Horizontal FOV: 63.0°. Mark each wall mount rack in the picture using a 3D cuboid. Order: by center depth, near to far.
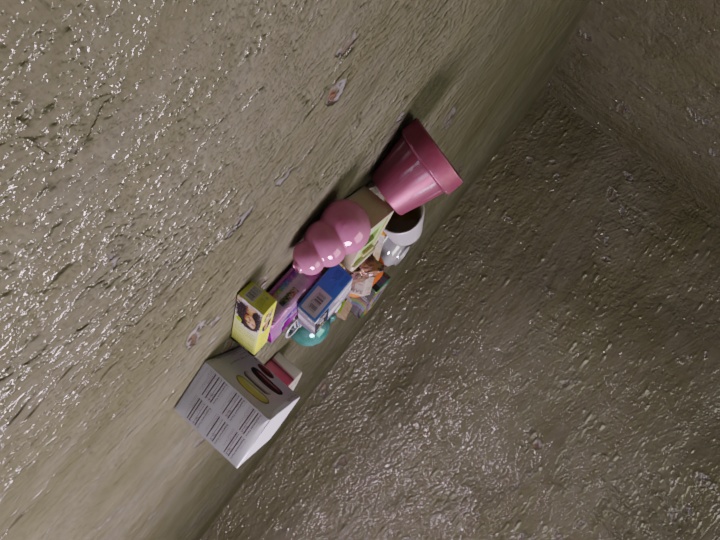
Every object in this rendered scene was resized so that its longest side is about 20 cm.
[{"bbox_3d":[-0.162,0.099,1.618,0.201,0.074,0.175,-49,166,-22],"label":"wall mount rack"}]

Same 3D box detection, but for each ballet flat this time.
[{"bbox_3d":[0.039,-0.175,1.606,0.072,0.071,0.201,-49,169,-17],"label":"ballet flat"}]

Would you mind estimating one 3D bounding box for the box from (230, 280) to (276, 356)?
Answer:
[{"bbox_3d":[-0.235,0.109,1.278,0.050,0.075,0.201,-48,168,-34],"label":"box"}]

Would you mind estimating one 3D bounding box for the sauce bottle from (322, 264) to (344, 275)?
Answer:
[{"bbox_3d":[-0.051,-0.044,1.631,0.200,0.066,0.067,-47,171,-49],"label":"sauce bottle"}]

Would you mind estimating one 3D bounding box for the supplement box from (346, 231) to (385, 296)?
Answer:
[{"bbox_3d":[0.011,-0.030,1.775,0.126,0.072,0.204,5,99,-79],"label":"supplement box"}]

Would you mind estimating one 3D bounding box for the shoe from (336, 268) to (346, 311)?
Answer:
[{"bbox_3d":[-0.101,0.067,1.760,0.091,0.071,0.203,-38,151,-46],"label":"shoe"}]

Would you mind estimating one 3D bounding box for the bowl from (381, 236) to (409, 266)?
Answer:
[{"bbox_3d":[0.133,-0.085,2.326,0.202,0.090,0.201,-50,170,-12],"label":"bowl"}]

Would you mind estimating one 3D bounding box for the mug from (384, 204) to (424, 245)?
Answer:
[{"bbox_3d":[0.137,-0.165,1.782,0.188,0.148,0.153,-55,159,-11],"label":"mug"}]

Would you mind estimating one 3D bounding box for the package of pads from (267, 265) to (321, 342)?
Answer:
[{"bbox_3d":[-0.176,0.069,1.408,0.201,0.075,0.121,-49,169,-21],"label":"package of pads"}]

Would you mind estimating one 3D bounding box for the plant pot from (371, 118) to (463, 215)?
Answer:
[{"bbox_3d":[0.132,-0.245,1.475,0.178,0.201,0.200,-38,174,13],"label":"plant pot"}]

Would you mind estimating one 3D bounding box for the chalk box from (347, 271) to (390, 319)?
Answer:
[{"bbox_3d":[0.019,0.050,2.157,0.124,0.124,0.201,-40,166,-50],"label":"chalk box"}]

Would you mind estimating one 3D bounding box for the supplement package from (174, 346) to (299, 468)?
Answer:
[{"bbox_3d":[-0.284,0.312,1.384,0.148,0.199,0.191,-53,171,12],"label":"supplement package"}]

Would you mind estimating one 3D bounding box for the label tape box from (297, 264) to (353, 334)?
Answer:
[{"bbox_3d":[-0.089,0.080,1.457,0.145,0.063,0.200,-49,172,-17],"label":"label tape box"}]

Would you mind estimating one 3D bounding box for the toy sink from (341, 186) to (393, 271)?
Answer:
[{"bbox_3d":[-0.017,-0.087,1.501,0.130,0.111,0.201,-41,165,-49],"label":"toy sink"}]

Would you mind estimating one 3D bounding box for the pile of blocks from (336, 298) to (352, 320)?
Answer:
[{"bbox_3d":[-0.107,0.109,1.915,0.199,0.061,0.084,14,90,-56],"label":"pile of blocks"}]

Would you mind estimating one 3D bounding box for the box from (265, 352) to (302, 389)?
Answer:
[{"bbox_3d":[-0.297,0.383,1.870,0.200,0.108,0.129,-43,167,-46],"label":"box"}]

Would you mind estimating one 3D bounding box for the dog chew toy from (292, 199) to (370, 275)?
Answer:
[{"bbox_3d":[-0.071,-0.068,1.315,0.199,0.125,0.125,-41,168,-17],"label":"dog chew toy"}]

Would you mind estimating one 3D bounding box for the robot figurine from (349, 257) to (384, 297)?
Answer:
[{"bbox_3d":[0.000,0.012,1.945,0.200,0.142,0.119,-44,147,-43],"label":"robot figurine"}]

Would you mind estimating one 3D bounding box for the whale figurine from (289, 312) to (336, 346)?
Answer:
[{"bbox_3d":[-0.140,0.173,1.761,0.156,0.106,0.200,-21,168,7],"label":"whale figurine"}]

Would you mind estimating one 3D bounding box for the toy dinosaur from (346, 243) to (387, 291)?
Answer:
[{"bbox_3d":[0.000,0.000,1.625,0.200,0.086,0.135,-42,178,41],"label":"toy dinosaur"}]
